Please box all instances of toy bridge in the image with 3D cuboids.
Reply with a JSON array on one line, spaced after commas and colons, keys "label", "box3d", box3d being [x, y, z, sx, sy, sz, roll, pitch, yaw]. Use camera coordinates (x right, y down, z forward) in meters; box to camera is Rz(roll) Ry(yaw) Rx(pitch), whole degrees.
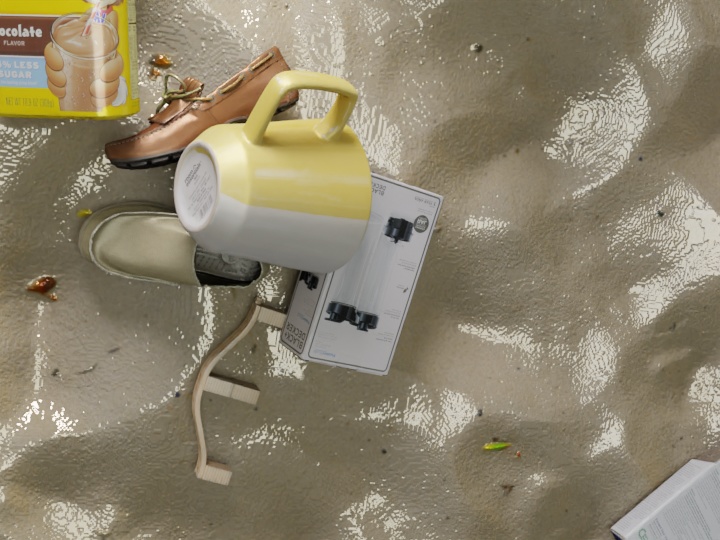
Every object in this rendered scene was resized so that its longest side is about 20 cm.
[{"label": "toy bridge", "box3d": [-0.139, 0.123, 1.083, 0.066, 0.027, 0.203, 18, 94, -21]}]

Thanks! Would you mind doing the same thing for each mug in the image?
[{"label": "mug", "box3d": [-0.090, -0.093, 0.968, 0.151, 0.148, 0.190, 1, 98, -40]}]

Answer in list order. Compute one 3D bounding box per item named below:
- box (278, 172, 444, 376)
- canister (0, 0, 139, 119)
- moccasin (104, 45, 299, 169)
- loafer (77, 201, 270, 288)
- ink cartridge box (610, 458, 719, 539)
[{"label": "box", "box3d": [0.000, 0.000, 1.074, 0.115, 0.060, 0.204, 13, 97, -35]}, {"label": "canister", "box3d": [-0.270, -0.241, 0.915, 0.145, 0.087, 0.204, 3, 104, 9]}, {"label": "moccasin", "box3d": [-0.157, -0.158, 0.996, 0.199, 0.074, 0.079, -27, 99, -8]}, {"label": "loafer", "box3d": [-0.179, -0.023, 1.018, 0.196, 0.068, 0.077, 5, 100, -19]}, {"label": "ink cartridge box", "box3d": [0.442, 0.349, 1.318, 0.199, 0.043, 0.198, -35, 108, -11]}]
